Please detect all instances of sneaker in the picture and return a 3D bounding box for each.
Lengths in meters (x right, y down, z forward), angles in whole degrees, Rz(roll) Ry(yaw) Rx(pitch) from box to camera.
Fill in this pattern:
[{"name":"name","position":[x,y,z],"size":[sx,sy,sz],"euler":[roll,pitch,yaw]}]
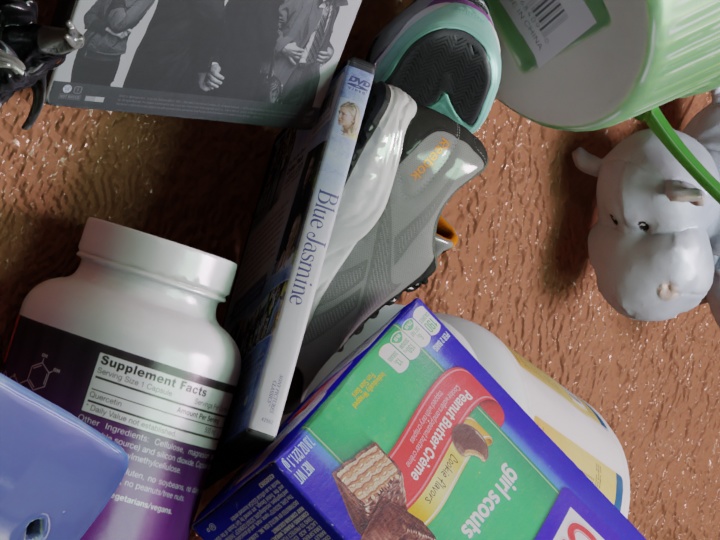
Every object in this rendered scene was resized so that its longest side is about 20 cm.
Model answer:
[{"name":"sneaker","position":[0.021,-0.073,1.556],"size":[0.200,0.078,0.140],"euler":[-55,-171,24]},{"name":"sneaker","position":[0.000,0.000,1.476],"size":[0.074,0.079,0.201],"euler":[-92,-154,-57]}]

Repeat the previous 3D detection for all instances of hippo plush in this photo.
[{"name":"hippo plush","position":[0.227,-0.039,1.780],"size":[0.161,0.159,0.201],"euler":[-10,112,-53]}]

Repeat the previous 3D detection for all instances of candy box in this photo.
[{"name":"candy box","position":[0.041,0.140,1.406],"size":[0.200,0.077,0.169],"euler":[48,39,-4]}]

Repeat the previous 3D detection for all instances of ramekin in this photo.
[{"name":"ramekin","position":[0.124,-0.173,1.553],"size":[0.098,0.200,0.201],"euler":[-30,127,-36]}]

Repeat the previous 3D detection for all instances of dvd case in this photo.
[{"name":"dvd case","position":[-0.058,-0.161,1.339],"size":[0.150,0.025,0.201],"euler":[4,122,-30]},{"name":"dvd case","position":[-0.043,0.004,1.429],"size":[0.143,0.017,0.201],"euler":[139,-33,-68]}]

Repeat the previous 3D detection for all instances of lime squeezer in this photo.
[{"name":"lime squeezer","position":[0.179,-0.122,1.744],"size":[0.070,0.038,0.201],"euler":[11,53,-24]}]

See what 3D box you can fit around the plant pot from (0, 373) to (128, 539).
[{"name":"plant pot","position":[-0.246,0.085,1.140],"size":[0.180,0.200,0.200],"euler":[-60,144,-7]}]

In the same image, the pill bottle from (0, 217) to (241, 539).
[{"name":"pill bottle","position":[-0.126,0.081,1.373],"size":[0.112,0.112,0.201],"euler":[21,86,-55]}]

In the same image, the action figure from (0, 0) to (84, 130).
[{"name":"action figure","position":[-0.172,-0.122,1.238],"size":[0.200,0.102,0.119],"euler":[39,60,-52]}]

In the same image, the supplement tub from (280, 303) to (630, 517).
[{"name":"supplement tub","position":[0.052,0.108,1.605],"size":[0.200,0.144,0.145],"euler":[36,74,-54]}]
